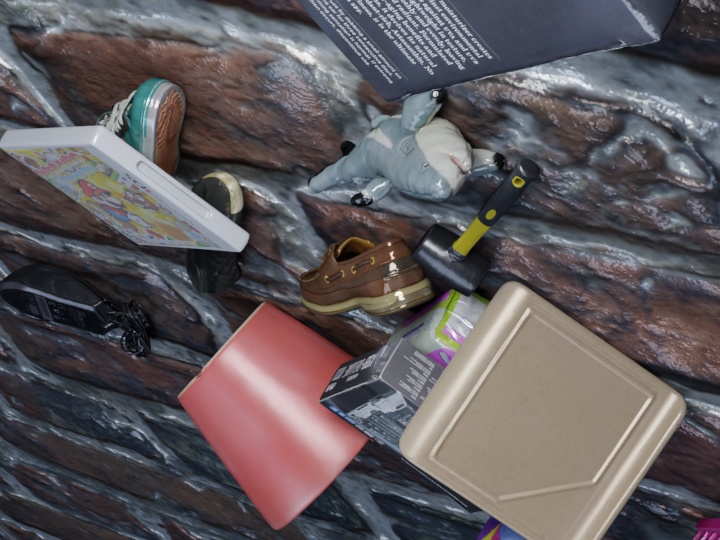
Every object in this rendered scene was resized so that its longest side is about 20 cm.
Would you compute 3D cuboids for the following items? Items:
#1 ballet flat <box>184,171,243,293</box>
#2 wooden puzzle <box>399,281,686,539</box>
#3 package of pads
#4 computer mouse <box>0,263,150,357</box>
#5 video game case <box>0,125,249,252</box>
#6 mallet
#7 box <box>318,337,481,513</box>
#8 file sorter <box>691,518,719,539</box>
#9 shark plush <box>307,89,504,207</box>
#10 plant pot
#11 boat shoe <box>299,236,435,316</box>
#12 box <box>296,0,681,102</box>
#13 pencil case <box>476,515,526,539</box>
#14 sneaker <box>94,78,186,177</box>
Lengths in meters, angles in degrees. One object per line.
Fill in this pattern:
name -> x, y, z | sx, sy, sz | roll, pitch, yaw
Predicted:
ballet flat -> -0.140, -0.042, 1.552 | 0.067, 0.057, 0.200 | 54, 155, 18
wooden puzzle -> 0.162, 0.137, 1.391 | 0.199, 0.186, 0.037 | 34, -177, -3
package of pads -> 0.132, 0.104, 1.476 | 0.199, 0.069, 0.154 | 34, 156, -8
computer mouse -> -0.345, 0.037, 1.916 | 0.198, 0.053, 0.139 | 18, 155, 3
video game case -> -0.222, -0.075, 1.449 | 0.182, 0.023, 0.199 | 37, 162, -32
mallet -> 0.109, -0.034, 1.288 | 0.066, 0.041, 0.200 | 38, 151, -7
box -> 0.075, 0.152, 1.490 | 0.199, 0.050, 0.158 | 37, 157, -12
file sorter -> 0.358, 0.327, 1.476 | 0.139, 0.126, 0.200 | 38, 175, 8
shark plush -> 0.016, -0.086, 1.234 | 0.199, 0.084, 0.091 | 6, 146, 42
plant pot -> -0.086, 0.144, 1.668 | 0.177, 0.201, 0.200 | 43, 154, -2
boat shoe -> 0.000, 0.000, 1.448 | 0.200, 0.072, 0.068 | -2, 107, 62
box -> 0.085, -0.210, 0.792 | 0.198, 0.201, 0.123 | -5, 137, 51
pencil case -> 0.178, 0.250, 1.553 | 0.088, 0.200, 0.089 | 30, 150, 19
sneaker -> -0.211, -0.124, 1.433 | 0.079, 0.072, 0.200 | 26, 156, 1
